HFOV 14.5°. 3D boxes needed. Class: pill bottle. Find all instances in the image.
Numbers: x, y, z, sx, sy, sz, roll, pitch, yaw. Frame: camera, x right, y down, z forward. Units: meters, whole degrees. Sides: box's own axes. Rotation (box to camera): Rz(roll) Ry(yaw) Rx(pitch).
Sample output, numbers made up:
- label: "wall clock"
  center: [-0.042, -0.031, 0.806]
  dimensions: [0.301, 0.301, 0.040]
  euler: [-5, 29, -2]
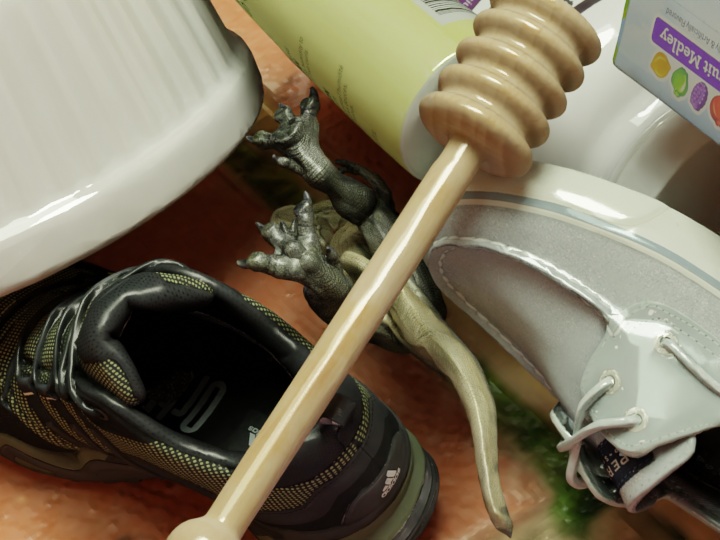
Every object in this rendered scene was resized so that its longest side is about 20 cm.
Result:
- label: "pill bottle"
  center: [0.059, -0.069, 0.940]
  dimensions: [0.112, 0.113, 0.200]
  euler: [-30, 49, -18]

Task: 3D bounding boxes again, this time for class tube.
- label: "tube"
  center: [-0.025, -0.099, 0.907]
  dimensions: [0.052, 0.058, 0.200]
  euler: [-19, 45, -32]

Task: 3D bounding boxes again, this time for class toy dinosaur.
- label: "toy dinosaur"
  center: [0.000, 0.000, 0.873]
  dimensions: [0.047, 0.088, 0.200]
  euler: [-39, 29, 5]

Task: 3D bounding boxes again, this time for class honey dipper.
- label: "honey dipper"
  center: [0.003, 0.007, 0.796]
  dimensions: [0.038, 0.038, 0.200]
  euler: [24, 73, 31]

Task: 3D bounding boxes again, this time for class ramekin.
- label: "ramekin"
  center: [-0.139, -0.064, 0.937]
  dimensions: [0.202, 0.094, 0.202]
  euler: [-20, 21, 8]

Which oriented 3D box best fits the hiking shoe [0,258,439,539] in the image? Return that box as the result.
- label: "hiking shoe"
  center: [-0.069, 0.023, 0.878]
  dimensions: [0.199, 0.101, 0.076]
  euler: [18, 62, 27]

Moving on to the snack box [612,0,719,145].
- label: "snack box"
  center: [0.184, -0.040, 0.786]
  dimensions: [0.142, 0.053, 0.200]
  euler: [-8, 33, -32]

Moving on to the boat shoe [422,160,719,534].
- label: "boat shoe"
  center: [0.096, 0.039, 0.825]
  dimensions: [0.200, 0.070, 0.072]
  euler: [31, 57, 6]
